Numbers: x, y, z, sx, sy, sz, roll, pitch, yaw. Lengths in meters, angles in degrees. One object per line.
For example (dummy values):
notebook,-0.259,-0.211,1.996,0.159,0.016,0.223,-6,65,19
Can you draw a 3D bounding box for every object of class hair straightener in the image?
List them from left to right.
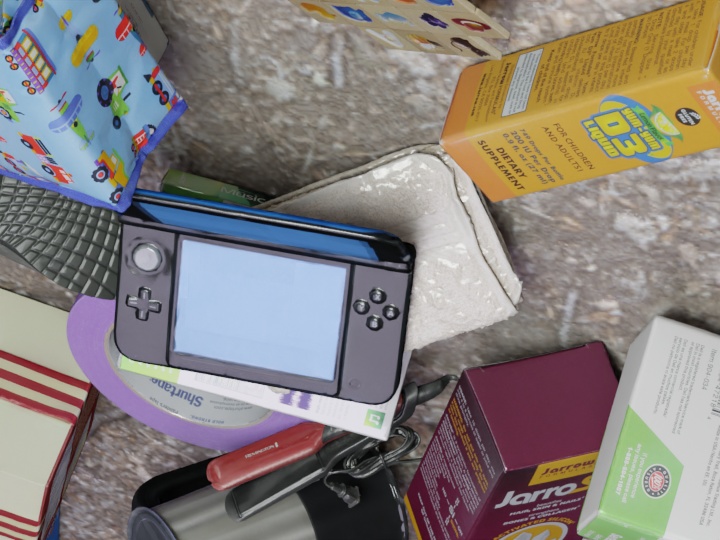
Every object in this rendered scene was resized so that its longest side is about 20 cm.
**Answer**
hair straightener,-0.011,0.134,1.754,0.199,0.041,0.077,-27,127,-6

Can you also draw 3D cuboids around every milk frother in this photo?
milk frother,-0.074,0.243,1.850,0.180,0.188,0.201,5,111,62

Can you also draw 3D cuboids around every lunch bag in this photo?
lunch bag,-0.233,-0.123,1.452,0.199,0.094,0.151,6,144,35

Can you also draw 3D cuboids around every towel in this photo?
towel,0.000,0.000,1.589,0.199,0.034,0.133,-21,107,18

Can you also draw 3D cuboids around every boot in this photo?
boot,-0.244,-0.045,1.625,0.199,0.068,0.131,23,-179,-23

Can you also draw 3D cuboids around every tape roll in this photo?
tape roll,-0.116,0.051,1.769,0.199,0.066,0.200,14,143,10

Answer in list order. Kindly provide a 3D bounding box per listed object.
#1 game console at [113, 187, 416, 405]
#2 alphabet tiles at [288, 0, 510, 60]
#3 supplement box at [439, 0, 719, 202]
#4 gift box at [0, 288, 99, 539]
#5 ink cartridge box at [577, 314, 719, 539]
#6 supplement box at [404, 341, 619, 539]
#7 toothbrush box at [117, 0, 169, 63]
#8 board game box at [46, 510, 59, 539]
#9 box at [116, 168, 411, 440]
game console,-0.072,0.017,1.528,0.199,0.118,0.171,10,115,7
alphabet tiles,-0.011,-0.173,1.397,0.166,0.006,0.200,11,165,46
supplement box,0.148,-0.102,1.430,0.200,0.069,0.067,-16,133,38
gift box,-0.319,0.129,1.876,0.186,0.185,0.200,20,138,-1
ink cartridge box,0.263,0.135,1.587,0.199,0.146,0.084,19,163,-1
supplement box,0.114,0.145,1.714,0.110,0.086,0.200,-10,150,-19
toothbrush box,-0.249,-0.165,1.539,0.199,0.085,0.147,-2,138,28
board game box,-0.340,0.188,2.081,0.152,0.045,0.200,18,143,6
box,-0.057,0.024,1.650,0.199,0.036,0.145,15,109,-2
